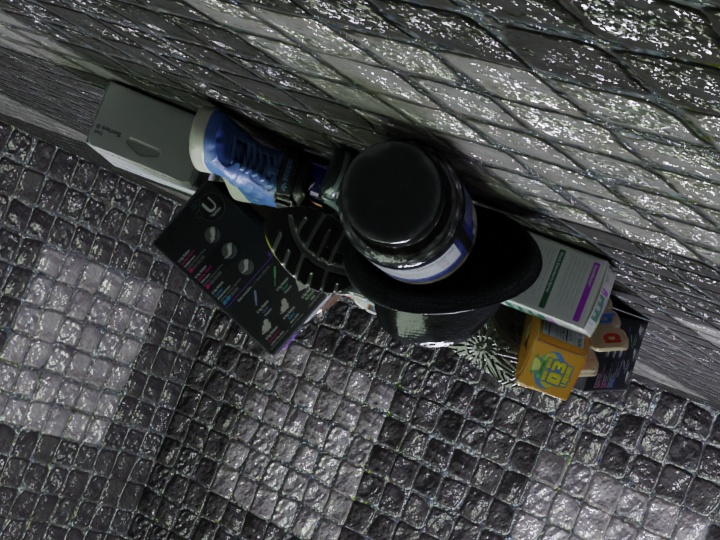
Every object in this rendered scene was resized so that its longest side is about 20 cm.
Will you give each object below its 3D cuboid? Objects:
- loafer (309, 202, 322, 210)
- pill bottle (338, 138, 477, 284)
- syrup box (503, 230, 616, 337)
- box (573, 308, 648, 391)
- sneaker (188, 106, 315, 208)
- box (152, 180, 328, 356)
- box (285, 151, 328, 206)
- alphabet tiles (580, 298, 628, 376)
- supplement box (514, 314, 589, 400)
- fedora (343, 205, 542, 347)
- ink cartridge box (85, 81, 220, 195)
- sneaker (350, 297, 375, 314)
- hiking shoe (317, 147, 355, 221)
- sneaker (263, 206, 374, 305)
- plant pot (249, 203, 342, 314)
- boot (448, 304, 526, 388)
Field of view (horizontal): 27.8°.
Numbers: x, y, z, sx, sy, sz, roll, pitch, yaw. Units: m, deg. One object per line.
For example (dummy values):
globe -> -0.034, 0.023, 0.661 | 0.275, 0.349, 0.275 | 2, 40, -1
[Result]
loafer -> -0.036, -0.033, 1.812 | 0.199, 0.063, 0.072 | 32, -175, 20
pill bottle -> 0.041, -0.053, 1.286 | 0.111, 0.113, 0.200 | 21, 177, 12
syrup box -> 0.170, -0.002, 1.581 | 0.198, 0.082, 0.079 | 23, 179, 18
box -> 0.293, 0.095, 1.964 | 0.121, 0.107, 0.199 | 19, -175, 27
sneaker -> -0.111, -0.121, 1.619 | 0.110, 0.078, 0.200 | 10, 163, 18
box -> -0.138, -0.005, 1.773 | 0.200, 0.106, 0.122 | 43, -176, 1
box -> -0.024, -0.094, 1.773 | 0.118, 0.042, 0.200 | 22, 180, 17
alphabet tiles -> 0.227, 0.070, 1.818 | 0.193, 0.015, 0.201 | -4, -146, -5
supplement box -> 0.224, 0.066, 1.669 | 0.068, 0.067, 0.200 | 22, -151, 2
fedora -> 0.081, 0.014, 1.455 | 0.198, 0.092, 0.202 | 2, -144, -1
ink cartridge box -> -0.250, -0.158, 1.833 | 0.145, 0.085, 0.200 | 21, 177, 0
sneaker -> 0.000, 0.000, 1.682 | 0.199, 0.074, 0.080 | 29, 177, -15
hiking shoe -> 0.005, -0.073, 1.572 | 0.086, 0.075, 0.200 | 22, 177, 5
sneaker -> -0.020, -0.008, 1.585 | 0.199, 0.079, 0.090 | 29, -179, -13
plant pot -> -0.113, -0.054, 1.959 | 0.199, 0.202, 0.175 | 21, 161, 21
boot -> 0.150, 0.027, 1.746 | 0.072, 0.201, 0.182 | -27, 122, 28
